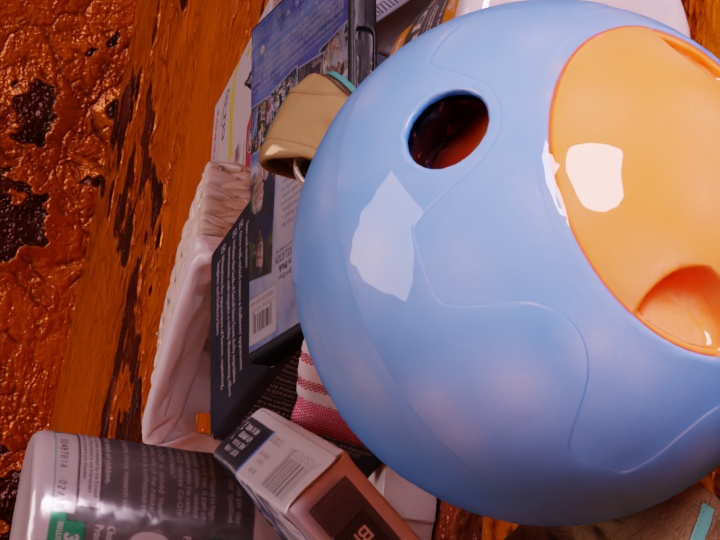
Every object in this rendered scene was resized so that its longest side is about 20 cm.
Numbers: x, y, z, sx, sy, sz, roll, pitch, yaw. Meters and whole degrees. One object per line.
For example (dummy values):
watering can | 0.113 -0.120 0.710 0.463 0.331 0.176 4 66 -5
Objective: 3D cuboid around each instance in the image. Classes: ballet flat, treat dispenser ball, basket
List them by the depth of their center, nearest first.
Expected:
treat dispenser ball | 0.073 -0.003 0.834 0.201 0.200 0.202 -171 90 -77
ballet flat | 0.105 0.121 0.938 0.073 0.068 0.200 -64 9 -16
ballet flat | 0.035 -0.014 1.037 0.063 0.200 0.069 -49 -11 -14
basket | -0.075 0.033 1.583 0.124 0.135 0.201 -90 16 -49

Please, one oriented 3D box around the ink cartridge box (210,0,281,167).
ink cartridge box | -0.061 -0.104 1.706 0.200 0.083 0.146 127 149 -63

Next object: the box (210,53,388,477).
box | 0.000 0.000 1.260 0.200 0.107 0.149 -52 29 41

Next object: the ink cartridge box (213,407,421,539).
ink cartridge box | 0.022 0.156 0.997 0.043 0.200 0.198 -43 10 -8

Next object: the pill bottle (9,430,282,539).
pill bottle | -0.115 0.167 1.350 0.113 0.199 0.114 -171 90 -77

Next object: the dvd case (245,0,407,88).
dvd case | 0.021 -0.192 1.268 0.200 0.018 0.143 -31 27 39

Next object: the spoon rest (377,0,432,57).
spoon rest | 0.049 -0.153 1.311 0.200 0.099 0.061 -37 16 54

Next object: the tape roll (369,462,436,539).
tape roll | 0.004 0.150 1.377 0.203 0.037 0.204 -171 90 -77

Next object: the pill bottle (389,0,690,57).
pill bottle | 0.075 -0.091 1.066 0.200 0.116 0.117 152 125 -73

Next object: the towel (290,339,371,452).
towel | 0.052 0.014 0.992 0.030 0.145 0.201 -69 -7 -53

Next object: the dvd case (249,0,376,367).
dvd case | -0.026 -0.062 1.160 0.143 0.017 0.201 148 125 -60
